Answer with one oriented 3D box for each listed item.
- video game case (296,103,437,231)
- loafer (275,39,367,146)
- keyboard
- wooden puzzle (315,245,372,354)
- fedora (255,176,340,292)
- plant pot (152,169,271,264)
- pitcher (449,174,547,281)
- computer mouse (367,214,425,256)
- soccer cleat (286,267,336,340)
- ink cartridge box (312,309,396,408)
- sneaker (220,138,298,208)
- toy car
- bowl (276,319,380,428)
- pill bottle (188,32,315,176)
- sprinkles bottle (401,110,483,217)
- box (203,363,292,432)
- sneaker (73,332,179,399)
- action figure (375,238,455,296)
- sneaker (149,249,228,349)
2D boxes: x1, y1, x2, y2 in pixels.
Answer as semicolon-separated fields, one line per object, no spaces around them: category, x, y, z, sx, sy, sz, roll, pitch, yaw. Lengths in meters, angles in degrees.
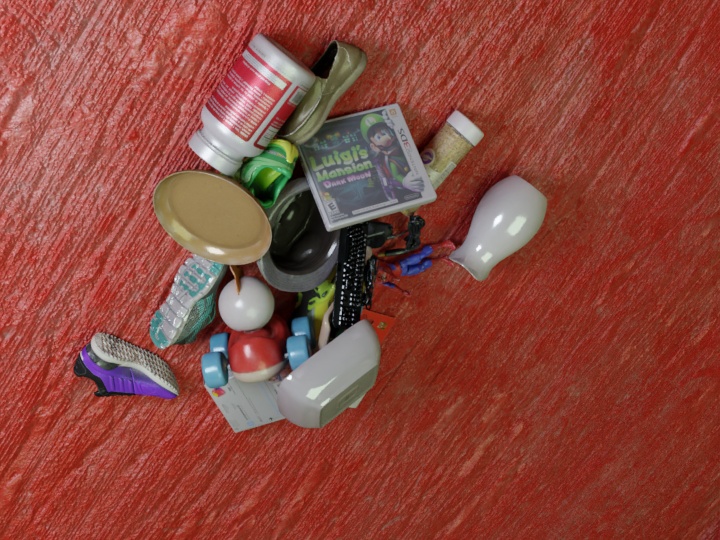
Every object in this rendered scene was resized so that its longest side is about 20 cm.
video game case;0.005;-0.173;1.612;0.199;0.183;0.023;-17;165;-20
loafer;-0.075;-0.283;1.546;0.067;0.076;0.200;36;93;-39
keyboard;0.000;0.000;1.657;0.104;0.039;0.201;9;85;-57
wooden puzzle;-0.028;0.080;1.745;0.185;0.037;0.200;104;12;-51
fedora;-0.112;-0.073;1.658;0.176;0.090;0.201;-1;113;-33
plant pot;-0.230;-0.088;1.548;0.199;0.028;0.201;13;140;11
pitcher;0.264;-0.077;1.878;0.200;0.121;0.172;-53;172;4
computer mouse;0.018;-0.059;1.777;0.199;0.046;0.141;-14;159;-1
soccer cleat;-0.082;0.068;1.808;0.084;0.065;0.201;5;120;-53
ink cartridge box;-0.029;0.171;1.917;0.162;0.057;0.200;17;117;-38
sneaker;-0.177;-0.132;1.555;0.074;0.084;0.200;28;132;-30
toy car;-0.187;0.075;1.683;0.183;0.177;0.201;-10;107;4
bowl;-0.043;0.188;1.670;0.199;0.075;0.200;-37;161;-19
pill bottle;-0.168;-0.247;1.484;0.112;0.112;0.200;30;104;-41
sprinkles bottle;0.130;-0.187;1.738;0.200;0.068;0.068;-49;133;9
box;-0.170;0.219;1.826;0.199;0.041;0.156;-18;133;6
sneaker;-0.408;0.184;1.689;0.099;0.070;0.200;-44;130;13
action figure;0.097;0.006;1.843;0.199;0.099;0.066;-15;128;-18
sneaker;-0.278;0.049;1.673;0.200;0.078;0.091;-53;149;16
